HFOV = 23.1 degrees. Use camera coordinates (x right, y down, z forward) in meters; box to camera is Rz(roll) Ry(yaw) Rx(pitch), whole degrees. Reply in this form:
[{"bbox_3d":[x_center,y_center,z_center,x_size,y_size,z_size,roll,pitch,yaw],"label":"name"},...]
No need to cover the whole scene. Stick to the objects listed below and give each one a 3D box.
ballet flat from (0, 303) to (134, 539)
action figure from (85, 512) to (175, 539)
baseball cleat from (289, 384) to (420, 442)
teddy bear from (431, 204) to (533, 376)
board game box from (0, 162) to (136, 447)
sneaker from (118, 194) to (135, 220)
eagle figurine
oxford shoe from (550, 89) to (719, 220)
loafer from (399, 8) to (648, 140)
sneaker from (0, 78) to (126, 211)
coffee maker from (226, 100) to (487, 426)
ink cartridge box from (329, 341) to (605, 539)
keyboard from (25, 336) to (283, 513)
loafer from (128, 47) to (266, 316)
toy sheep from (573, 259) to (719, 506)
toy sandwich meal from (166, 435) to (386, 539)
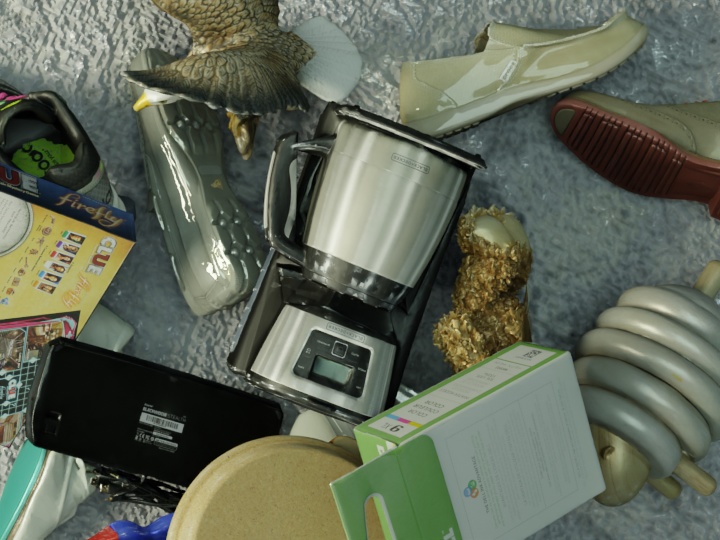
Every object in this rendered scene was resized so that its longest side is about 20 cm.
[{"bbox_3d":[-0.208,0.121,1.259,0.069,0.069,0.202,16,84,-4],"label":"ballet flat"},{"bbox_3d":[-0.112,0.179,1.213,0.199,0.065,0.052,-22,124,-33],"label":"action figure"},{"bbox_3d":[0.046,0.152,1.273,0.200,0.070,0.107,39,84,-2],"label":"baseball cleat"},{"bbox_3d":[0.088,0.051,1.247,0.066,0.145,0.202,-1,107,15],"label":"teddy bear"},{"bbox_3d":[-0.256,0.023,1.192,0.135,0.035,0.200,22,120,-26],"label":"board game box"},{"bbox_3d":[-0.247,0.010,1.267,0.199,0.070,0.083,-22,110,-8],"label":"sneaker"},{"bbox_3d":[-0.095,-0.152,1.196,0.151,0.200,0.152,28,77,14],"label":"eagle figurine"},{"bbox_3d":[0.238,-0.097,1.321,0.199,0.071,0.075,23,61,-5],"label":"oxford shoe"},{"bbox_3d":[0.117,-0.155,1.299,0.199,0.076,0.069,-22,94,-6],"label":"loafer"},{"bbox_3d":[-0.241,-0.098,1.226,0.074,0.088,0.200,-38,61,-24],"label":"sneaker"},{"bbox_3d":[0.000,0.000,1.219,0.134,0.192,0.201,22,91,14],"label":"coffee maker"},{"bbox_3d":[0.059,0.134,1.142,0.199,0.059,0.105,-26,109,-29],"label":"ink cartridge box"},{"bbox_3d":[-0.152,0.119,1.246,0.199,0.040,0.105,21,81,-32],"label":"keyboard"},{"bbox_3d":[-0.131,-0.064,1.272,0.070,0.070,0.201,-31,70,34],"label":"loafer"},{"bbox_3d":[0.216,0.080,1.269,0.137,0.138,0.201,32,69,-2],"label":"toy sheep"},{"bbox_3d":[-0.043,0.199,1.168,0.203,0.070,0.207,8,67,-21],"label":"toy sandwich meal"}]
